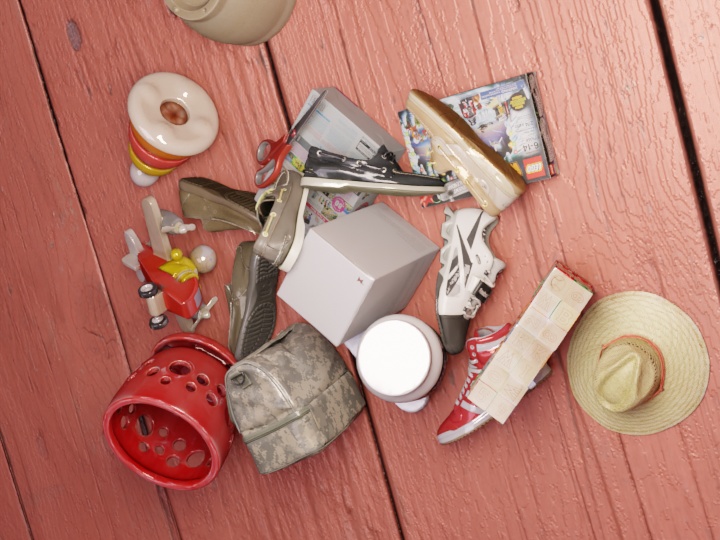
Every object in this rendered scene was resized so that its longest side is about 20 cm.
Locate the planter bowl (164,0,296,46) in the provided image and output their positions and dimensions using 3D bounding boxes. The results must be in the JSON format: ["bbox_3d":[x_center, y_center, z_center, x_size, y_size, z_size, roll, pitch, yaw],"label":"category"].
[{"bbox_3d":[-0.204,-0.420,1.545,0.197,0.134,0.204,9,108,29],"label":"planter bowl"}]

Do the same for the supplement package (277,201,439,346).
[{"bbox_3d":[0.000,0.000,1.492,0.117,0.199,0.118,39,119,16],"label":"supplement package"}]

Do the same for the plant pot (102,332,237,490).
[{"bbox_3d":[-0.278,0.211,1.704,0.197,0.184,0.203,12,133,14],"label":"plant pot"}]

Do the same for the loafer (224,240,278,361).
[{"bbox_3d":[-0.174,0.043,1.694,0.069,0.075,0.204,24,110,36],"label":"loafer"}]

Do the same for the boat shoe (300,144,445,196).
[{"bbox_3d":[0.019,-0.137,1.457,0.195,0.074,0.067,4,86,8],"label":"boat shoe"}]

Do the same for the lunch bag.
[{"bbox_3d":[-0.103,0.181,1.608,0.138,0.200,0.170,-25,93,30],"label":"lunch bag"}]

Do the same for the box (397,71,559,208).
[{"bbox_3d":[0.156,-0.172,1.448,0.197,0.040,0.139,-12,97,33],"label":"box"}]

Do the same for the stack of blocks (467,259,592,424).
[{"bbox_3d":[0.220,0.089,1.398,0.058,0.115,0.202,34,100,6],"label":"stack of blocks"}]

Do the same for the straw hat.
[{"bbox_3d":[0.342,0.135,1.389,0.198,0.085,0.205,9,107,30],"label":"straw hat"}]

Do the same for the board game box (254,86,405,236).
[{"bbox_3d":[-0.048,-0.139,1.567,0.147,0.064,0.201,42,119,16],"label":"board game box"}]

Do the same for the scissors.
[{"bbox_3d":[-0.097,-0.180,1.529,0.199,0.014,0.074,-29,55,48],"label":"scissors"}]

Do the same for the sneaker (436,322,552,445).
[{"bbox_3d":[0.161,0.153,1.512,0.199,0.071,0.113,-40,85,25],"label":"sneaker"}]

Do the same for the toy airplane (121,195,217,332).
[{"bbox_3d":[-0.298,-0.004,1.725,0.200,0.139,0.202,124,124,-73],"label":"toy airplane"}]

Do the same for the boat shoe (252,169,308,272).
[{"bbox_3d":[-0.111,-0.080,1.473,0.059,0.203,0.073,21,124,-16],"label":"boat shoe"}]

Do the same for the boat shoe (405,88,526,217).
[{"bbox_3d":[0.123,-0.151,1.406,0.200,0.073,0.069,46,115,12],"label":"boat shoe"}]

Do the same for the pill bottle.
[{"bbox_3d":[0.055,0.118,1.443,0.114,0.200,0.119,-1,85,8],"label":"pill bottle"}]

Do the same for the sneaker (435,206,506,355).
[{"bbox_3d":[0.150,0.014,1.458,0.087,0.074,0.204,2,83,20],"label":"sneaker"}]

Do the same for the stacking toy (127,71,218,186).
[{"bbox_3d":[-0.318,-0.200,1.698,0.147,0.145,0.200,54,141,7],"label":"stacking toy"}]

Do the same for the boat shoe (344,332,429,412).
[{"bbox_3d":[0.035,0.119,1.582,0.071,0.068,0.201,-39,81,3],"label":"boat shoe"}]

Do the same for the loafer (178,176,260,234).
[{"bbox_3d":[-0.203,-0.090,1.672,0.198,0.075,0.069,25,116,35],"label":"loafer"}]
